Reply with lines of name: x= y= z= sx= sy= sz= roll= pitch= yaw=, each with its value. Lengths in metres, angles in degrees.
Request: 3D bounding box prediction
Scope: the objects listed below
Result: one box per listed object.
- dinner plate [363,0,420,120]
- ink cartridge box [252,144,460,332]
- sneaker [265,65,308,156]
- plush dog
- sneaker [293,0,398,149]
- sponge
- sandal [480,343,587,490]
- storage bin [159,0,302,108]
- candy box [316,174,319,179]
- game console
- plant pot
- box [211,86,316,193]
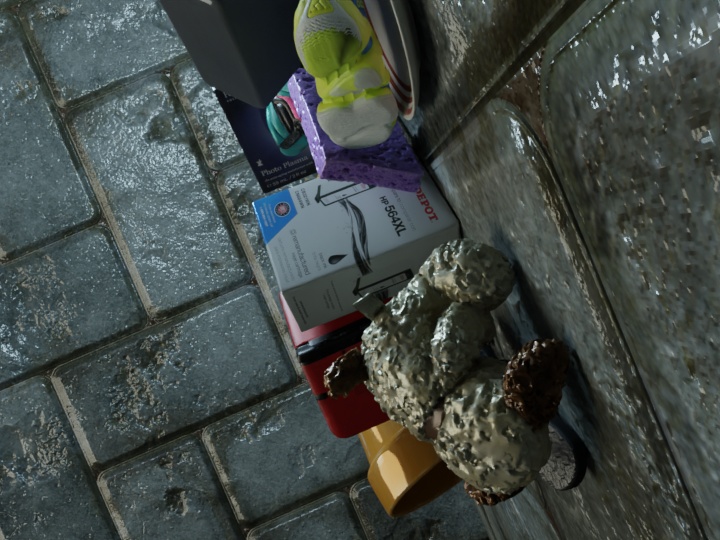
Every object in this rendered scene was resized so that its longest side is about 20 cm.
dinner plate: x=0.016 y=-0.229 z=0.559 sx=0.200 sy=0.024 sz=0.201 roll=156 pitch=90 yaw=-88
ink cartridge box: x=-0.003 y=-0.041 z=0.728 sx=0.084 sy=0.199 sz=0.146 roll=72 pitch=175 yaw=-52
sneaker: x=-0.053 y=-0.188 z=0.854 sx=0.200 sy=0.084 sz=0.121 roll=46 pitch=131 yaw=8
plush dog: x=0.081 y=0.101 z=0.525 sx=0.172 sy=0.160 sz=0.201 roll=40 pitch=140 yaw=33
sneaker: x=-0.010 y=-0.194 z=0.577 sx=0.200 sy=0.075 sz=0.105 roll=70 pitch=-165 yaw=-70
sponge: x=-0.010 y=-0.162 z=0.722 sx=0.200 sy=0.111 sz=0.030 roll=-109 pitch=32 yaw=-43
sandal: x=0.148 y=0.126 z=0.621 sx=0.200 sy=0.045 sz=0.075 roll=47 pitch=137 yaw=44
storage bin: x=-0.114 y=-0.262 z=0.607 sx=0.145 sy=0.135 sz=0.200 roll=27 pitch=165 yaw=15
candy box: x=-0.016 y=-0.135 z=0.957 sx=0.102 sy=0.026 sz=0.200 roll=52 pitch=144 yaw=15
game console: x=0.025 y=0.071 z=0.766 sx=0.119 sy=0.199 sz=0.173 roll=-117 pitch=4 yaw=-75
plant pot: x=0.069 y=0.182 z=0.839 sx=0.183 sy=0.200 sz=0.200 roll=52 pitch=172 yaw=28
box: x=-0.101 y=-0.254 z=0.969 sx=0.199 sy=0.199 sz=0.123 roll=68 pitch=179 yaw=-46
